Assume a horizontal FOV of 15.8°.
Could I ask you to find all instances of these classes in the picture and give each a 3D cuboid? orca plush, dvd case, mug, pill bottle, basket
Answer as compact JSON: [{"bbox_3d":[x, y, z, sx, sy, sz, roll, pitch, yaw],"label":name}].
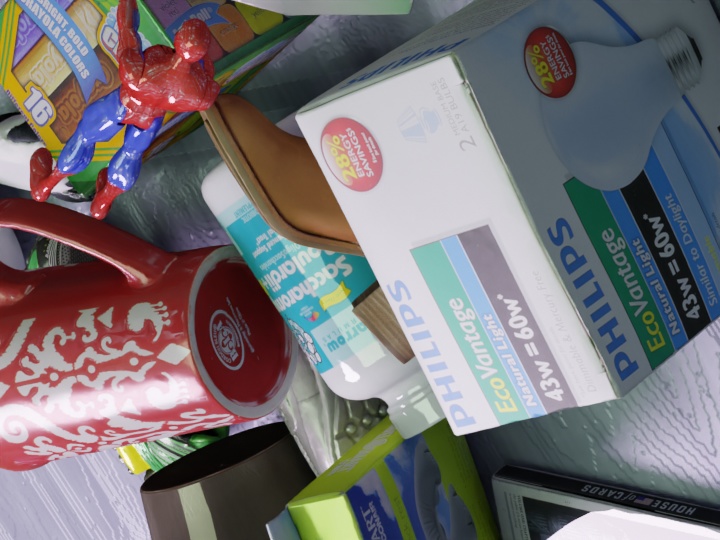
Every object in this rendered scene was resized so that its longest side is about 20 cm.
[{"bbox_3d":[-0.210,-0.100,1.714,0.105,0.071,0.200,23,169,-8],"label":"orca plush"},{"bbox_3d":[0.177,0.204,1.589,0.200,0.025,0.151,10,122,39],"label":"dvd case"},{"bbox_3d":[-0.161,0.043,1.613,0.200,0.134,0.177,-9,150,36],"label":"mug"},{"bbox_3d":[0.000,0.000,1.559,0.200,0.111,0.111,56,138,0],"label":"pill bottle"},{"bbox_3d":[-0.058,0.213,1.707,0.200,0.180,0.136,67,160,-8],"label":"basket"}]

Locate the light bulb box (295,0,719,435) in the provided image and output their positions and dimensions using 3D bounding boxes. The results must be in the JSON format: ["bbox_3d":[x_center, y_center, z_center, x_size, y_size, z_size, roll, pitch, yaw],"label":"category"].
[{"bbox_3d":[0.106,-0.050,1.363,0.125,0.200,0.199,-17,103,47],"label":"light bulb box"}]

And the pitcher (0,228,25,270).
[{"bbox_3d":[-0.313,-0.046,1.817,0.200,0.121,0.172,53,140,19],"label":"pitcher"}]

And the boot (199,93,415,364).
[{"bbox_3d":[0.019,-0.065,1.468,0.200,0.155,0.074,46,-178,-16],"label":"boot"}]

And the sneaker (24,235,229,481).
[{"bbox_3d":[-0.154,0.049,1.770,0.085,0.078,0.200,-22,109,41],"label":"sneaker"}]

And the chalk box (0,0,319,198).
[{"bbox_3d":[-0.118,-0.157,1.559,0.124,0.125,0.200,55,139,1],"label":"chalk box"}]

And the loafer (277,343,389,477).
[{"bbox_3d":[-0.026,0.073,1.666,0.070,0.070,0.200,-12,99,51],"label":"loafer"}]

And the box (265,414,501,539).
[{"bbox_3d":[0.021,0.166,1.569,0.048,0.200,0.122,-16,99,27],"label":"box"}]

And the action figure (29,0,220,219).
[{"bbox_3d":[-0.125,-0.112,1.452,0.200,0.065,0.099,-36,44,58],"label":"action figure"}]

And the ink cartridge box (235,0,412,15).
[{"bbox_3d":[-0.058,-0.219,1.415,0.050,0.199,0.161,-118,30,-50],"label":"ink cartridge box"}]
